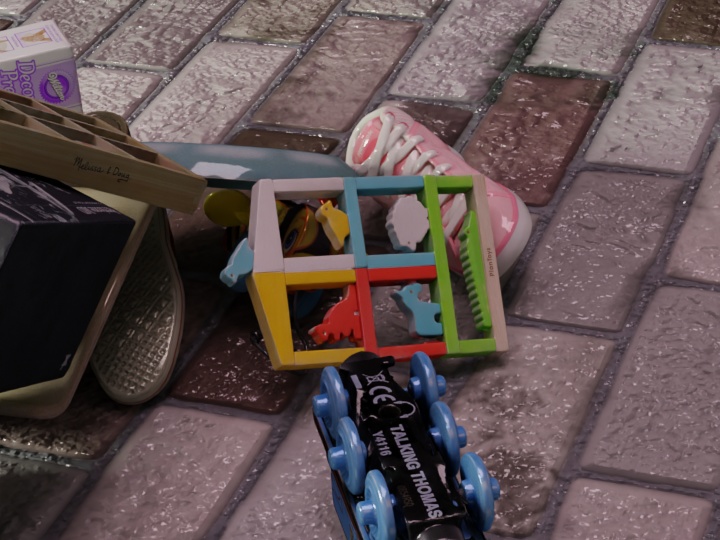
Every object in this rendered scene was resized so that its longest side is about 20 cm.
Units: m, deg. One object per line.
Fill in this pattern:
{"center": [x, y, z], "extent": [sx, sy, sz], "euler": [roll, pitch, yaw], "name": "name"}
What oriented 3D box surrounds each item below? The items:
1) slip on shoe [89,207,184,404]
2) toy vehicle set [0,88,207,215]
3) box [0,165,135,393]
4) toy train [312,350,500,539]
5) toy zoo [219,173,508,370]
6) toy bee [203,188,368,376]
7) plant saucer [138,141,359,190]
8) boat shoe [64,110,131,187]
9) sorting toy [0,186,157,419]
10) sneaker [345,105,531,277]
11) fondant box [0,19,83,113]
{"center": [-0.160, 0.021, 1.416], "extent": [0.074, 0.061, 0.200], "euler": [-14, 45, 5], "name": "slip on shoe"}
{"center": [-0.208, -0.088, 1.281], "extent": [0.124, 0.027, 0.200], "euler": [29, 9, 35], "name": "toy vehicle set"}
{"center": [-0.273, -0.020, 1.183], "extent": [0.197, 0.124, 0.200], "euler": [28, 8, 9], "name": "box"}
{"center": [0.024, 0.133, 1.163], "extent": [0.087, 0.114, 0.200], "euler": [-9, 33, -12], "name": "toy train"}
{"center": [0.000, 0.000, 1.344], "extent": [0.200, 0.131, 0.020], "euler": [-3, -12, -21], "name": "toy zoo"}
{"center": [-0.039, -0.016, 1.409], "extent": [0.131, 0.109, 0.200], "euler": [19, 20, -44], "name": "toy bee"}
{"center": [-0.095, -0.076, 1.444], "extent": [0.200, 0.027, 0.200], "euler": [4, 1, 0], "name": "plant saucer"}
{"center": [-0.224, -0.027, 1.493], "extent": [0.072, 0.068, 0.200], "euler": [19, 60, 23], "name": "boat shoe"}
{"center": [-0.250, 0.011, 1.347], "extent": [0.185, 0.036, 0.200], "euler": [3, 53, 28], "name": "sorting toy"}
{"center": [0.047, -0.062, 1.465], "extent": [0.105, 0.075, 0.200], "euler": [29, 12, -29], "name": "sneaker"}
{"center": [-0.320, -0.103, 1.552], "extent": [0.200, 0.144, 0.058], "euler": [-17, 34, -18], "name": "fondant box"}
